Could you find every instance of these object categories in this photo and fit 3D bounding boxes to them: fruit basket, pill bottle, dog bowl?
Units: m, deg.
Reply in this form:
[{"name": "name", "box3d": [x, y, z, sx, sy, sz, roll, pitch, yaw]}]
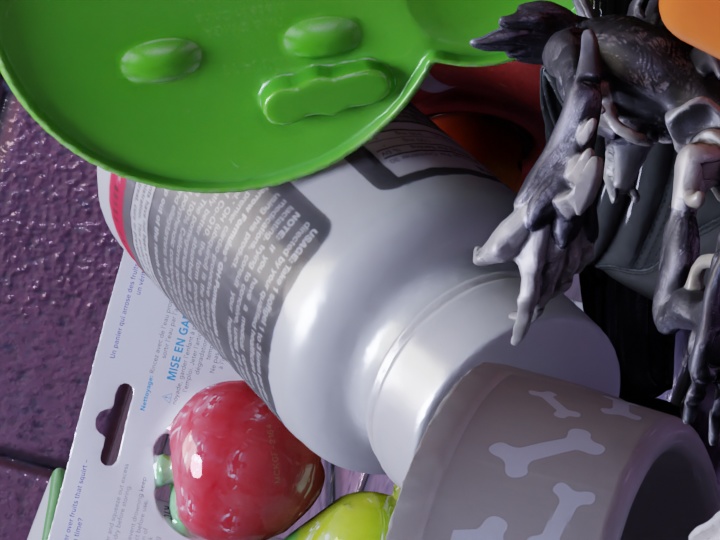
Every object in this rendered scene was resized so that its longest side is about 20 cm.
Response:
[{"name": "fruit basket", "box3d": [-0.017, 0.081, 1.183, 0.094, 0.199, 0.186, 62, -139, -80]}, {"name": "pill bottle", "box3d": [0.000, 0.000, 0.991, 0.200, 0.110, 0.111, 44, 124, 45]}, {"name": "dog bowl", "box3d": [0.057, 0.127, 0.817, 0.200, 0.059, 0.201, 3, -90, -70]}]

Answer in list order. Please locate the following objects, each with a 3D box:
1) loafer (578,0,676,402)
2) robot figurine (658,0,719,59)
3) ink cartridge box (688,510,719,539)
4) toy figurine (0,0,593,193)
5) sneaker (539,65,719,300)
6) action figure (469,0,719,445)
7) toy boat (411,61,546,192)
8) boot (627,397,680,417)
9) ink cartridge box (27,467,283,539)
[{"name": "loafer", "box3d": [0.113, -0.051, 1.003, 0.068, 0.070, 0.201, -101, 15, -78]}, {"name": "robot figurine", "box3d": [0.148, -0.143, 0.775, 0.117, 0.144, 0.200, 56, 135, 47]}, {"name": "ink cartridge box", "box3d": [0.111, 0.145, 0.616, 0.146, 0.085, 0.201, 127, 155, -68]}, {"name": "toy figurine", "box3d": [-0.027, -0.141, 0.979, 0.184, 0.199, 0.150, -99, 0, -56]}, {"name": "sneaker", "box3d": [0.115, -0.082, 0.933, 0.071, 0.099, 0.201, 170, 116, -83]}, {"name": "action figure", "box3d": [0.093, -0.015, 0.836, 0.200, 0.119, 0.102, -112, 37, -55]}, {"name": "toy boat", "box3d": [0.041, -0.037, 1.112, 0.200, 0.130, 0.131, -19, 56, 44]}, {"name": "boot", "box3d": [0.061, 0.135, 0.988, 0.200, 0.070, 0.132, -45, -47, -51]}, {"name": "ink cartridge box", "box3d": [-0.055, 0.183, 1.247, 0.146, 0.200, 0.084, -91, 21, -59]}]
